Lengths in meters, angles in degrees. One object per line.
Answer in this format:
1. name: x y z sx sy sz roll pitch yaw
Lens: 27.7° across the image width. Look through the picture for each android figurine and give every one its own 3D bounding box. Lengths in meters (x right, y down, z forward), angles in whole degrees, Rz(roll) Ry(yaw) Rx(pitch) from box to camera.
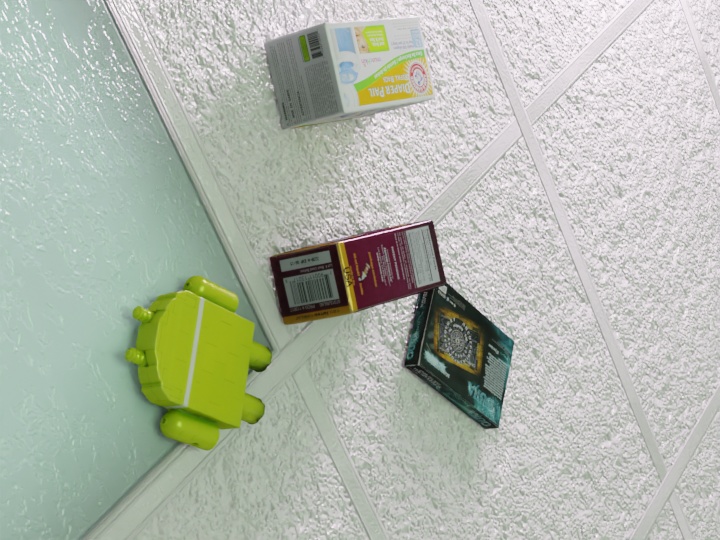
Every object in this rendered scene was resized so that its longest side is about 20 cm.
1. android figurine: -0.175 0.097 1.582 0.199 0.041 0.184 26 63 -46

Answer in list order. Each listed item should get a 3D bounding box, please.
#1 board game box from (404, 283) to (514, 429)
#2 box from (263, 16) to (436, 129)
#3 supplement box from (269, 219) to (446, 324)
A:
1. board game box: 0.137 0.112 1.978 0.200 0.028 0.136 40 54 -40
2. box: -0.009 -0.247 1.813 0.199 0.101 0.113 -18 96 -51
3. supplement box: 0.000 0.000 1.766 0.199 0.110 0.086 -15 94 -52
